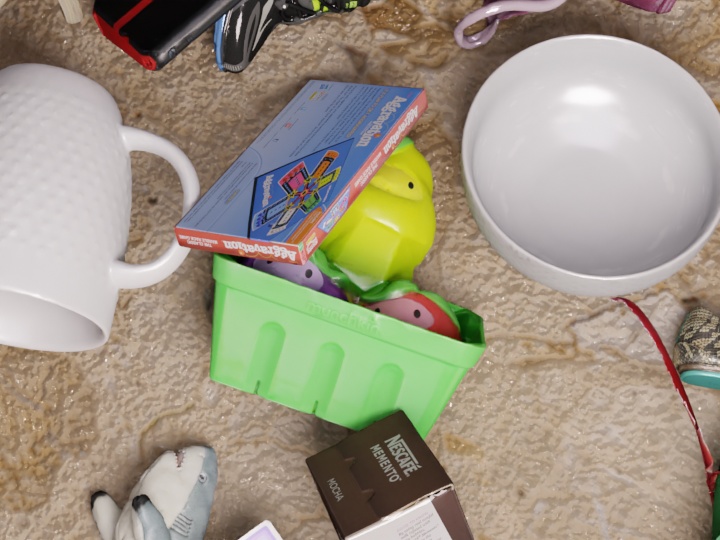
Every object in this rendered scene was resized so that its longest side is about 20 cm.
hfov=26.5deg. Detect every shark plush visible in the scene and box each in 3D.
[{"bbox_3d":[-0.129,0.231,1.097,0.082,0.091,0.203,-4,75,-33],"label":"shark plush"}]

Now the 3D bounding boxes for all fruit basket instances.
[{"bbox_3d":[0.000,0.000,1.102,0.212,0.156,0.219,1,98,4],"label":"fruit basket"}]

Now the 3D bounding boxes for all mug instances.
[{"bbox_3d":[-0.210,-0.046,1.087,0.197,0.148,0.178,5,71,9],"label":"mug"}]

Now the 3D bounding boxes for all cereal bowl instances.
[{"bbox_3d":[0.170,-0.068,1.128,0.197,0.084,0.203,0,65,1],"label":"cereal bowl"}]

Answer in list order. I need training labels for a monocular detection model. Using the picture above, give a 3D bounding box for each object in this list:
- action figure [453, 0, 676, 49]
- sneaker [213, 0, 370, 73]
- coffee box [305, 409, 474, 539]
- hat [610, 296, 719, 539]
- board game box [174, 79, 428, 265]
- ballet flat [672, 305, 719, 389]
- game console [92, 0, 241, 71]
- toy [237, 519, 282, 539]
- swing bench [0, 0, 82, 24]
[{"bbox_3d":[0.180,-0.230,1.139,0.197,0.134,0.151,15,82,3],"label":"action figure"},{"bbox_3d":[-0.035,-0.223,1.161,0.199,0.071,0.083,-44,79,-10],"label":"sneaker"},{"bbox_3d":[0.043,0.213,1.035,0.079,0.113,0.202,-25,116,-6],"label":"coffee box"},{"bbox_3d":[0.282,0.134,1.126,0.163,0.202,0.177,-12,43,-16],"label":"hat"},{"bbox_3d":[-0.038,-0.075,1.089,0.102,0.020,0.200,7,40,29],"label":"board game box"},{"bbox_3d":[0.333,0.070,1.137,0.197,0.068,0.076,17,74,4],"label":"ballet flat"},{"bbox_3d":[-0.101,-0.228,1.117,0.200,0.177,0.031,-42,123,-5],"label":"game console"},{"bbox_3d":[-0.055,0.290,1.069,0.115,0.047,0.201,-34,101,-6],"label":"toy"},{"bbox_3d":[-0.331,-0.226,1.079,0.199,0.130,0.200,-34,55,-1],"label":"swing bench"}]
